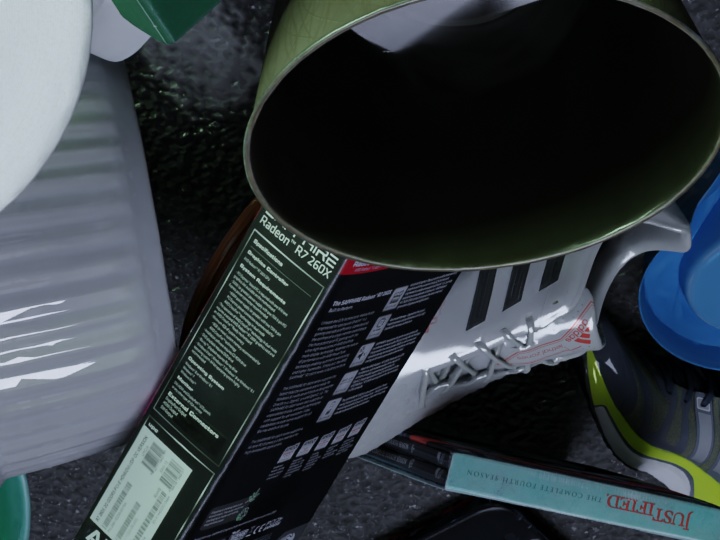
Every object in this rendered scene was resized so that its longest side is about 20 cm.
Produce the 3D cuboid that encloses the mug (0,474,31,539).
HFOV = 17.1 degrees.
[{"bbox_3d":[-0.258,0.128,1.179,0.152,0.114,0.185,40,81,-21],"label":"mug"}]

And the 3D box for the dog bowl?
[{"bbox_3d":[0.217,-0.032,1.143,0.111,0.050,0.200,31,123,-29],"label":"dog bowl"}]

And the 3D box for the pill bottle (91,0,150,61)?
[{"bbox_3d":[-0.165,-0.165,0.948,0.200,0.113,0.113,25,127,-24],"label":"pill bottle"}]

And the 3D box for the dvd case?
[{"bbox_3d":[0.075,0.100,1.178,0.146,0.200,0.022,13,90,-19],"label":"dvd case"}]

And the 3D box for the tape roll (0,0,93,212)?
[{"bbox_3d":[-0.199,-0.094,0.883,0.202,0.037,0.203,-6,114,-13],"label":"tape roll"}]

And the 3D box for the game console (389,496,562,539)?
[{"bbox_3d":[0.069,0.246,1.344,0.172,0.119,0.200,-30,129,22],"label":"game console"}]

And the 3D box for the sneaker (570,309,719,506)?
[{"bbox_3d":[0.173,0.069,1.229,0.081,0.074,0.200,-37,132,16],"label":"sneaker"}]

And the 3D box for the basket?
[{"bbox_3d":[0.039,-0.117,0.947,0.180,0.200,0.136,-8,133,1],"label":"basket"}]

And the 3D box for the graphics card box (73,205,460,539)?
[{"bbox_3d":[-0.033,0.047,1.028,0.051,0.125,0.200,38,114,20],"label":"graphics card box"}]

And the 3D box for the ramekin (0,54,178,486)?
[{"bbox_3d":[-0.142,-0.009,1.045,0.105,0.200,0.201,-9,134,-7],"label":"ramekin"}]

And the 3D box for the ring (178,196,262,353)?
[{"bbox_3d":[0.000,0.000,1.098,0.200,0.019,0.201,-34,150,-23],"label":"ring"}]

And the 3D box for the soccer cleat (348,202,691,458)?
[{"bbox_3d":[0.066,0.022,1.106,0.200,0.085,0.069,-44,152,-6],"label":"soccer cleat"}]

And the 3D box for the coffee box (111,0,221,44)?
[{"bbox_3d":[-0.036,-0.192,0.863,0.200,0.044,0.123,-44,129,-11],"label":"coffee box"}]
